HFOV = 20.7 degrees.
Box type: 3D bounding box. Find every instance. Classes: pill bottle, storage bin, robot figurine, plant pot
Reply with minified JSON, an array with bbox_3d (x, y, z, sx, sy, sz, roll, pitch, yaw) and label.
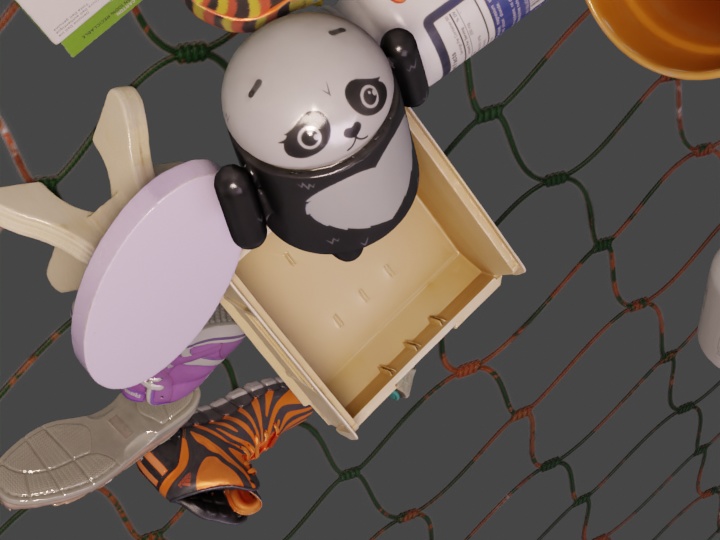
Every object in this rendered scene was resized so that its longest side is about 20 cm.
[{"bbox_3d":[0.053,-0.206,1.474,0.200,0.111,0.111,-36,150,-8],"label":"pill bottle"},{"bbox_3d":[0.000,0.000,1.581,0.200,0.094,0.199,-44,113,-15],"label":"storage bin"},{"bbox_3d":[-0.025,-0.089,1.371,0.124,0.151,0.200,2,149,13],"label":"robot figurine"},{"bbox_3d":[0.306,-0.275,1.622,0.183,0.200,0.201,-29,152,-51],"label":"plant pot"},{"bbox_3d":[0.453,0.023,2.251,0.114,0.114,0.200,-30,149,-19],"label":"pill bottle"}]

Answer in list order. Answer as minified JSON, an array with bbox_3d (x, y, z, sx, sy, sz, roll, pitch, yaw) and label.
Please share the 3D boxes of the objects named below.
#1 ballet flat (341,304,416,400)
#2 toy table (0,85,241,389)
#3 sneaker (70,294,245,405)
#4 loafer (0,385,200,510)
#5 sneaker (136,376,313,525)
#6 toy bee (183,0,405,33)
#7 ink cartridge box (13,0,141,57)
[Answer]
[{"bbox_3d":[0.023,0.070,1.737,0.062,0.067,0.200,-49,165,-2],"label":"ballet flat"},{"bbox_3d":[-0.174,-0.025,1.443,0.184,0.117,0.200,0,130,-49],"label":"toy table"},{"bbox_3d":[-0.177,0.068,1.612,0.114,0.073,0.200,-50,150,22],"label":"sneaker"},{"bbox_3d":[-0.223,0.154,1.679,0.200,0.072,0.063,-29,156,-26],"label":"loafer"},{"bbox_3d":[-0.106,0.171,1.789,0.200,0.112,0.078,-18,144,-35],"label":"sneaker"},{"bbox_3d":[-0.021,-0.218,1.356,0.200,0.109,0.131,-39,175,14],"label":"toy bee"},{"bbox_3d":[-0.156,-0.211,1.256,0.148,0.076,0.200,-41,149,-1],"label":"ink cartridge box"}]
